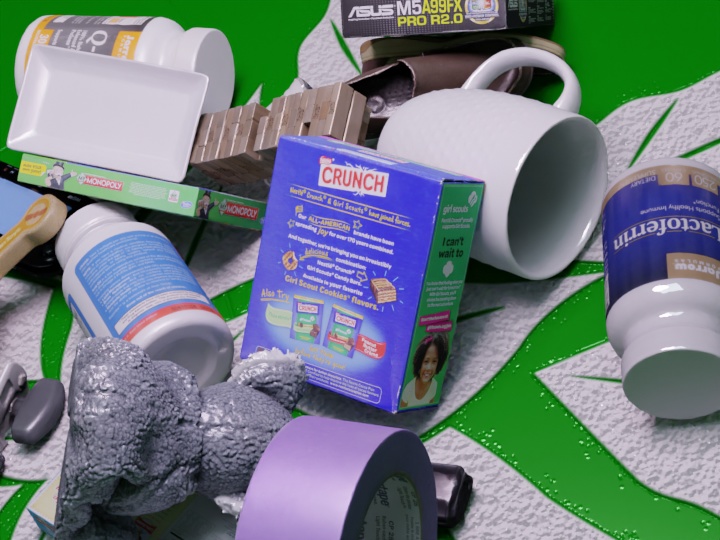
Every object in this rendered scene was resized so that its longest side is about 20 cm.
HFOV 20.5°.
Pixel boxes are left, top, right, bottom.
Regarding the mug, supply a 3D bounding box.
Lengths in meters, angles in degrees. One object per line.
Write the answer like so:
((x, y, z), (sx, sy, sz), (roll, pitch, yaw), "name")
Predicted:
((0.119, -0.109, 1.763), (0.175, 0.148, 0.201), (22, 76, 38), "mug")

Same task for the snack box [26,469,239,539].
((-0.174, 0.208, 1.672), (0.199, 0.037, 0.116), (26, 63, 34), "snack box")

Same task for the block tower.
((-0.076, -0.123, 1.831), (0.199, 0.054, 0.058), (-7, 63, 45), "block tower")

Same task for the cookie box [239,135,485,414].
((0.000, 0.000, 1.690), (0.170, 0.075, 0.201), (18, 102, 31), "cookie box")

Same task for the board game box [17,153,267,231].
((-0.202, -0.073, 1.866), (0.199, 0.134, 0.029), (12, 90, 27), "board game box")

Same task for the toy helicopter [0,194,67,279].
((-0.350, -0.003, 1.859), (0.200, 0.079, 0.132), (-40, 32, 13), "toy helicopter")

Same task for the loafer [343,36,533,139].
((0.064, -0.166, 1.843), (0.199, 0.071, 0.073), (-18, 83, 8), "loafer")

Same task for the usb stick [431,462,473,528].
((-0.005, 0.177, 1.646), (0.199, 0.033, 0.056), (5, 59, 22), "usb stick")

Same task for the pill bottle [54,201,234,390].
((-0.201, 0.027, 1.788), (0.112, 0.112, 0.200), (-30, 49, -8), "pill bottle")

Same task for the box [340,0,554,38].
((0.086, -0.249, 1.890), (0.159, 0.045, 0.200), (-1, 8, 19), "box")

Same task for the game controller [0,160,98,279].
((-0.339, -0.053, 1.952), (0.199, 0.042, 0.104), (22, 61, 32), "game controller")

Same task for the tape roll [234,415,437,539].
((-0.016, 0.214, 1.503), (0.085, 0.200, 0.201), (7, 53, 23), "tape roll")

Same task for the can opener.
((-0.326, 0.167, 1.751), (0.066, 0.053, 0.201), (7, 54, 23), "can opener")

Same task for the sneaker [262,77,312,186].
((-0.050, -0.092, 1.880), (0.087, 0.075, 0.200), (-34, 43, 12), "sneaker")

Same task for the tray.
((-0.240, -0.150, 1.909), (0.199, 0.022, 0.108), (12, 83, 22), "tray")

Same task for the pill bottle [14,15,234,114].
((-0.235, -0.196, 1.988), (0.199, 0.117, 0.117), (3, 52, 22), "pill bottle")

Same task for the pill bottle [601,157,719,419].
((0.258, 0.015, 1.638), (0.115, 0.116, 0.201), (-8, 49, 12), "pill bottle")

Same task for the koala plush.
((-0.137, 0.138, 1.597), (0.199, 0.184, 0.178), (7, 66, -9), "koala plush")

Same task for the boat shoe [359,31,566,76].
((0.098, -0.186, 1.909), (0.199, 0.072, 0.072), (0, 81, 6), "boat shoe")
